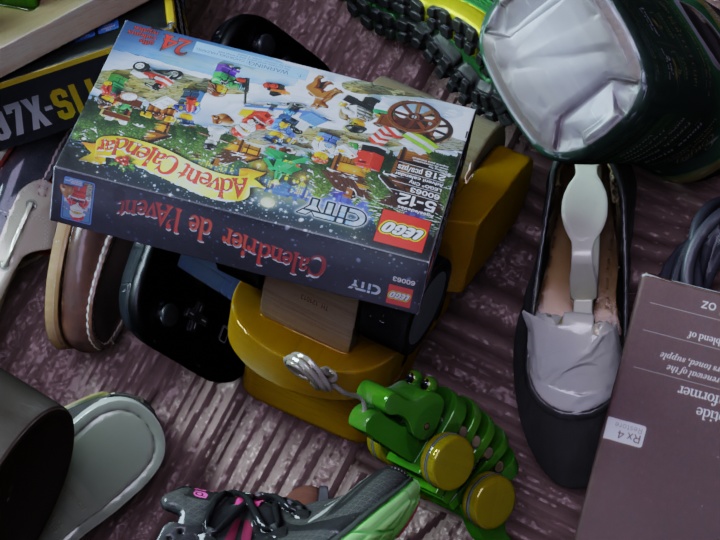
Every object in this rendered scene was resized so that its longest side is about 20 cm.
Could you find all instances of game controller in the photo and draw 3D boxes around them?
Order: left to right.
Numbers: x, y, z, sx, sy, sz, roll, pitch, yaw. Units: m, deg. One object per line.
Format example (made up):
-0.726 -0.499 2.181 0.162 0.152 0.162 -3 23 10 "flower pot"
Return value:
-0.071 -0.040 1.571 0.042 0.104 0.201 0 66 51 "game controller"

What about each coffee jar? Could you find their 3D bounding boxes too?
0.150 -0.105 1.508 0.085 0.200 0.105 -37 70 23 "coffee jar"

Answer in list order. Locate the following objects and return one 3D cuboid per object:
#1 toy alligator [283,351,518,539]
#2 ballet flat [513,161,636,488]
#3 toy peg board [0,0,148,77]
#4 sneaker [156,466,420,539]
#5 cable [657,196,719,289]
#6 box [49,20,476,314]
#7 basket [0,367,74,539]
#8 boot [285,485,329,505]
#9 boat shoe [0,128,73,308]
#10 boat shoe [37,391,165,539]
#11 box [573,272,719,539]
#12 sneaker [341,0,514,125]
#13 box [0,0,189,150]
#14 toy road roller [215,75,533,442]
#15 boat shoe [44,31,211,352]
0.034 0.081 1.480 0.059 0.200 0.054 21 72 49 "toy alligator"
0.118 0.017 1.541 0.067 0.068 0.202 0 74 8 "ballet flat"
-0.202 -0.215 1.580 0.199 0.098 0.199 -28 39 -10 "toy peg board"
-0.063 0.144 1.456 0.199 0.077 0.084 -22 77 -3 "sneaker"
0.256 0.030 1.533 0.198 0.051 0.164 3 82 13 "cable"
-0.049 -0.057 1.463 0.199 0.038 0.137 14 40 3 "box"
-0.264 0.081 1.477 0.199 0.180 0.137 25 112 14 "basket"
-0.125 0.180 1.522 0.199 0.068 0.189 20 90 4 "boot"
-0.201 -0.021 1.598 0.062 0.071 0.201 31 75 3 "boat shoe"
-0.195 0.139 1.558 0.201 0.061 0.072 -35 101 -2 "boat shoe"
0.175 0.110 1.482 0.099 0.075 0.201 14 91 14 "box"
0.050 -0.168 1.612 0.085 0.078 0.200 -35 67 -28 "sneaker"
-0.198 -0.137 1.602 0.199 0.050 0.160 -17 41 5 "box"
0.000 0.000 1.553 0.122 0.147 0.200 24 41 14 "toy road roller"
-0.126 -0.047 1.594 0.070 0.070 0.201 10 75 15 "boat shoe"
